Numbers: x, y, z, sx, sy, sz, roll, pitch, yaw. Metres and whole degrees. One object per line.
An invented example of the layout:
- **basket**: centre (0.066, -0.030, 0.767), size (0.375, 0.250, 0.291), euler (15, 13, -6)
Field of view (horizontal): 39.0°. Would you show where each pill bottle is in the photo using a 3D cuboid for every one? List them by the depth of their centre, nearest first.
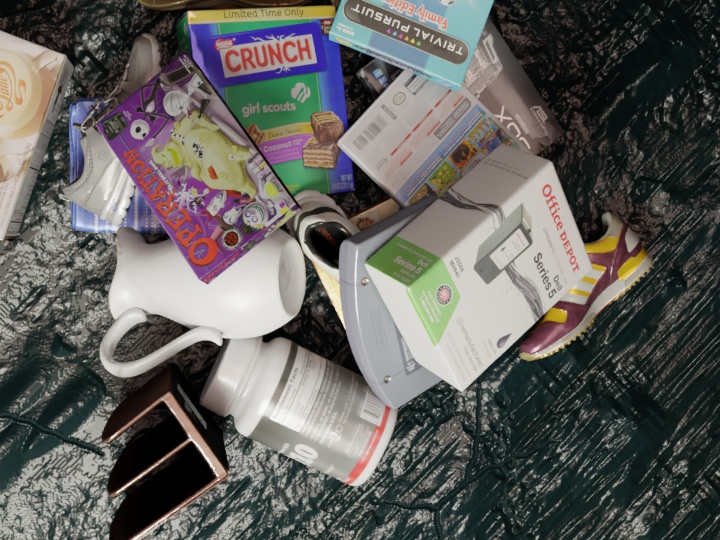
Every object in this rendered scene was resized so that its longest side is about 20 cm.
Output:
- **pill bottle**: centre (-0.068, 0.145, 1.113), size (0.198, 0.114, 0.115), euler (26, 88, -10)

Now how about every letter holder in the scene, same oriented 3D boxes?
- **letter holder**: centre (-0.222, 0.189, 1.043), size (0.141, 0.200, 0.101), euler (-36, 98, -6)

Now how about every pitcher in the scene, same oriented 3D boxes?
- **pitcher**: centre (-0.165, 0.031, 1.042), size (0.197, 0.122, 0.174), euler (-1, 60, 17)

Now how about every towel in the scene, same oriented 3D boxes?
- **towel**: centre (-0.220, -0.113, 1.122), size (0.197, 0.024, 0.147), euler (1, 93, -10)

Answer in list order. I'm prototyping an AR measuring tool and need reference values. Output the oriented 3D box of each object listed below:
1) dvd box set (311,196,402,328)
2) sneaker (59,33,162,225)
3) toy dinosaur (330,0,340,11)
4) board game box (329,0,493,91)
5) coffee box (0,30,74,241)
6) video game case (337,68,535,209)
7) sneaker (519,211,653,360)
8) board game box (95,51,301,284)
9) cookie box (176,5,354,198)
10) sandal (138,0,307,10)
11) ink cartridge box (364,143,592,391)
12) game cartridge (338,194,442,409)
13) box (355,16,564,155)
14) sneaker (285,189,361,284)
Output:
- **dvd box set**: centre (0.054, -0.012, 1.142), size (0.198, 0.029, 0.148), euler (-26, 98, 8)
- **sneaker**: centre (-0.258, -0.153, 1.063), size (0.081, 0.075, 0.203), euler (16, 92, -15)
- **toy dinosaur**: centre (-0.021, -0.377, 1.086), size (0.047, 0.088, 0.202), euler (27, 118, 13)
- **board game box**: centre (0.071, -0.312, 1.062), size (0.149, 0.047, 0.203), euler (21, 93, -3)
- **coffee box**: centre (-0.388, -0.144, 1.061), size (0.113, 0.080, 0.203), euler (20, 89, -10)
- **video game case**: centre (0.093, -0.118, 1.096), size (0.200, 0.018, 0.143), euler (44, 82, -1)
- **sneaker**: centre (0.245, 0.019, 1.192), size (0.199, 0.075, 0.090), euler (-40, 90, -13)
- **board game box**: centre (-0.160, -0.102, 0.995), size (0.120, 0.032, 0.201), euler (-39, 74, 6)
- **cookie box**: centre (-0.103, -0.176, 1.098), size (0.169, 0.075, 0.203), euler (-8, 95, -22)
- **sandal**: centre (-0.148, -0.314, 1.114), size (0.197, 0.054, 0.082), euler (-4, 79, 4)
- **ink cartridge box**: centre (0.123, -0.006, 1.024), size (0.200, 0.084, 0.146), euler (-41, 125, -15)
- **game cartridge**: centre (0.044, 0.037, 1.060), size (0.132, 0.040, 0.202), euler (-29, 121, -29)
- **box**: centre (0.114, -0.191, 1.164), size (0.157, 0.050, 0.201), euler (-36, 98, -6)
- **sneaker**: centre (0.000, 0.000, 1.079), size (0.199, 0.080, 0.074), euler (37, 100, -21)
